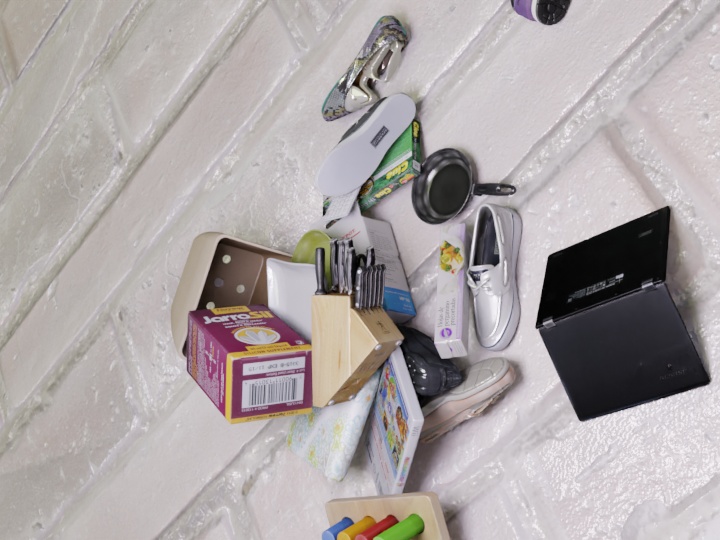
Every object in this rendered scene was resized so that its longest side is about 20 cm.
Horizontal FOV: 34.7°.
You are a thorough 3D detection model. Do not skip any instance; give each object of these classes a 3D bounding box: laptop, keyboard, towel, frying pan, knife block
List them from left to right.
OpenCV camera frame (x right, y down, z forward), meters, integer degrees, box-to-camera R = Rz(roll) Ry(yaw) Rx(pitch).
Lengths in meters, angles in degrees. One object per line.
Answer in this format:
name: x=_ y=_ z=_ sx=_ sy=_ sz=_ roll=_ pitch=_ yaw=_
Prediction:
towel: x=-0.041 y=0.206 z=1.707 sx=0.200 sy=0.048 sz=0.172 roll=13 pitch=87 yaw=67
knife block: x=-0.032 y=0.063 z=1.585 sx=0.176 sy=0.064 sz=0.200 roll=52 pitch=121 yaw=23
keyboard: x=-0.002 y=-0.157 z=1.760 sx=0.056 sy=0.011 sz=0.201 roll=-17 pitch=42 yaw=50
frying pan: x=0.148 y=-0.131 z=1.651 sx=0.189 sy=0.031 sz=0.116 roll=-20 pitch=64 yaw=39
laptop: x=0.328 y=0.055 z=1.443 sx=0.187 sy=0.116 sz=0.201 roll=-24 pitch=35 yaw=38

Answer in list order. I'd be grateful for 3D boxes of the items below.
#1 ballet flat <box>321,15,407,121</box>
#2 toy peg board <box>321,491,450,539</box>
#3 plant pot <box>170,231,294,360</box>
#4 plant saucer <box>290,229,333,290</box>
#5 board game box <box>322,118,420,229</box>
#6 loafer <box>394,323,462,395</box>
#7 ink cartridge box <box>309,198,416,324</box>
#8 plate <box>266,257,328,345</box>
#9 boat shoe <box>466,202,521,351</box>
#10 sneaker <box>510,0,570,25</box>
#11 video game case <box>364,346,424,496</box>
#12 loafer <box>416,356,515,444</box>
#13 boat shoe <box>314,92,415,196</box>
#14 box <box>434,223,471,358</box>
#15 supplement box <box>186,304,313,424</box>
ballet flat: x=0.010 y=-0.302 z=1.809 sx=0.201 sy=0.072 sz=0.072 roll=-55 pitch=48 yaw=23
toy peg board: x=0.026 y=0.413 z=1.546 sx=0.198 sy=0.098 sz=0.201 roll=-14 pitch=92 yaw=42
plant pot: x=-0.201 y=0.041 z=1.852 sx=0.177 sy=0.199 sz=0.201 roll=28 pitch=100 yaw=59
plant saucer: x=-0.055 y=0.039 z=1.710 sx=0.200 sy=0.031 sz=0.201 roll=4 pitch=94 yaw=61
board game box: x=0.015 y=-0.146 z=1.776 sx=0.200 sy=0.023 sz=0.105 roll=-30 pitch=42 yaw=37
loafer: x=0.085 y=0.124 z=1.612 sx=0.201 sy=0.070 sz=0.069 roll=-134 pitch=47 yaw=-69
ink cartridge box: x=0.000 y=0.000 z=1.741 sx=0.116 sy=0.068 sz=0.201 roll=-34 pitch=59 yaw=35
plate: x=-0.085 y=0.085 z=1.692 sx=0.200 sy=0.032 sz=0.201 roll=9 pitch=103 yaw=64
boat shoe: x=0.172 y=0.008 z=1.569 sx=0.073 sy=0.065 sz=0.201 roll=-9 pitch=73 yaw=43
sneaker: x=0.262 y=-0.445 z=1.588 sx=0.087 sy=0.075 sz=0.201 roll=36 pitch=106 yaw=50
video game case: x=0.044 y=0.225 z=1.593 sx=0.144 sy=0.018 sz=0.201 roll=-107 pitch=23 yaw=-48
loafer: x=0.139 y=0.179 z=1.575 sx=0.200 sy=0.063 sz=0.072 roll=-30 pitch=18 yaw=36
boat shoe: x=0.004 y=-0.187 z=1.729 sx=0.200 sy=0.069 sz=0.057 roll=-46 pitch=22 yaw=-11
box: x=0.127 y=0.025 z=1.576 sx=0.038 sy=0.042 sz=0.201 roll=-8 pitch=52 yaw=18
supplement box: x=-0.162 y=0.131 z=1.677 sx=0.200 sy=0.130 sz=0.104 roll=33 pitch=124 yaw=58
